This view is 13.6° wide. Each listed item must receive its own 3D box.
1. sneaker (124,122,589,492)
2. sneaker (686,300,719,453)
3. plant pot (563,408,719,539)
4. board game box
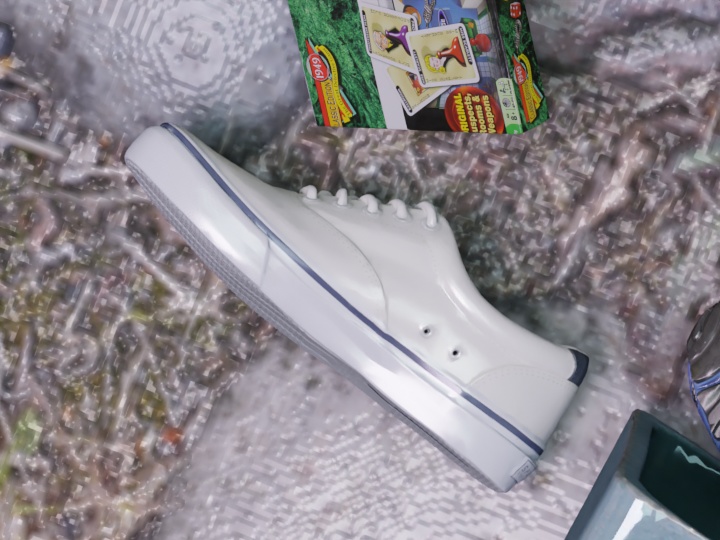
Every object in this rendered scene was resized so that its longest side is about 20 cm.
[{"bbox_3d":[0.000,0.000,1.172,0.200,0.073,0.071,39,82,-6],"label":"sneaker"},{"bbox_3d":[0.199,0.084,1.139,0.200,0.078,0.075,41,91,-8],"label":"sneaker"},{"bbox_3d":[0.124,0.196,1.101,0.196,0.196,0.201,34,98,3],"label":"plant pot"},{"bbox_3d":[0.005,-0.148,1.129,0.104,0.023,0.201,5,117,42],"label":"board game box"}]
